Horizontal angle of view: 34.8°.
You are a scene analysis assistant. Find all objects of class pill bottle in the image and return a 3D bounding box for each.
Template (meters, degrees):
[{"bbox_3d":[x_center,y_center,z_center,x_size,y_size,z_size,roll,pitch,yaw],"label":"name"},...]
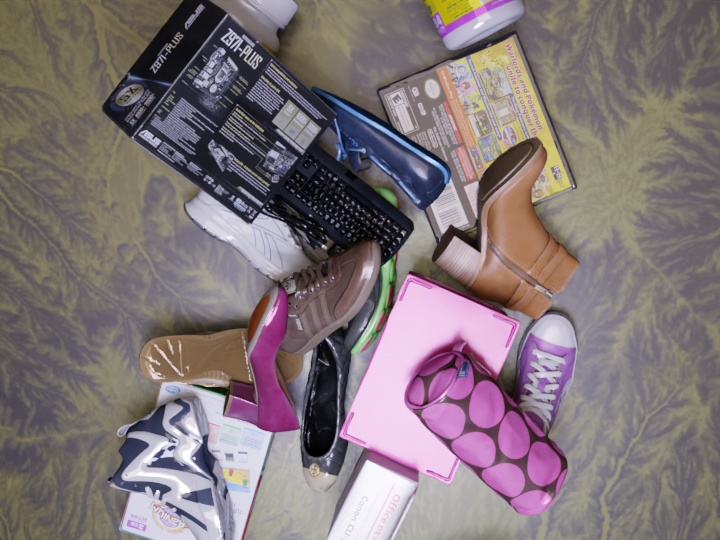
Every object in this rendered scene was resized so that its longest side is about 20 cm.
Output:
[{"bbox_3d":[0.104,-0.364,1.317,0.104,0.104,0.201,-25,92,5],"label":"pill bottle"},{"bbox_3d":[-0.166,-0.253,1.335,0.114,0.114,0.201,36,95,0],"label":"pill bottle"}]

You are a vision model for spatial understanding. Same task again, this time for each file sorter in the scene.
[{"bbox_3d":[0.080,0.117,1.346,0.138,0.125,0.201,23,96,1],"label":"file sorter"}]

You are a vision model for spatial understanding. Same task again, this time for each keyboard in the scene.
[{"bbox_3d":[-0.042,-0.075,1.328,0.200,0.040,0.104,38,87,11],"label":"keyboard"}]

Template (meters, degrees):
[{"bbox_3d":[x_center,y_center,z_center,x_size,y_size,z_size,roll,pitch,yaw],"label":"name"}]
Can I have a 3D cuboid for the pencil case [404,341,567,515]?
[{"bbox_3d":[0.143,0.173,1.248,0.200,0.090,0.094,47,61,-22],"label":"pencil case"}]

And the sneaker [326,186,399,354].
[{"bbox_3d":[0.000,0.000,1.373,0.083,0.077,0.202,6,85,8],"label":"sneaker"}]

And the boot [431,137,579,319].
[{"bbox_3d":[0.196,-0.045,1.337,0.154,0.074,0.200,29,119,-14],"label":"boot"}]

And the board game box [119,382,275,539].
[{"bbox_3d":[-0.196,0.243,1.413,0.152,0.040,0.202,18,95,2],"label":"board game box"}]

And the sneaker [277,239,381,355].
[{"bbox_3d":[-0.053,0.030,1.304,0.075,0.071,0.200,21,132,-25],"label":"sneaker"}]

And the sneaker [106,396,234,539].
[{"bbox_3d":[-0.230,0.260,1.357,0.129,0.079,0.201,-15,93,5],"label":"sneaker"}]

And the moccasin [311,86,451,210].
[{"bbox_3d":[0.009,-0.142,1.338,0.199,0.080,0.068,36,105,16],"label":"moccasin"}]

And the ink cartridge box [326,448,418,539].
[{"bbox_3d":[0.015,0.266,1.324,0.067,0.200,0.117,25,95,0],"label":"ink cartridge box"}]

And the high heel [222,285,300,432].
[{"bbox_3d":[-0.089,0.106,1.315,0.095,0.068,0.201,14,119,-13],"label":"high heel"}]

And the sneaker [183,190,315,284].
[{"bbox_3d":[-0.114,-0.046,1.372,0.199,0.075,0.087,37,90,-1],"label":"sneaker"}]

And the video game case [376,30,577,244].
[{"bbox_3d":[0.138,-0.157,1.372,0.180,0.026,0.201,-22,92,5],"label":"video game case"}]

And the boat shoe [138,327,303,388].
[{"bbox_3d":[-0.170,0.104,1.388,0.198,0.069,0.074,5,87,-19],"label":"boat shoe"}]

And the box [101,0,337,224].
[{"bbox_3d":[-0.151,-0.174,1.256,0.164,0.200,0.086,-52,46,2],"label":"box"}]

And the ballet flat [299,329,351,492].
[{"bbox_3d":[-0.049,0.168,1.385,0.066,0.057,0.202,5,92,28],"label":"ballet flat"}]

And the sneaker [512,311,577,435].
[{"bbox_3d":[0.212,0.150,1.349,0.072,0.114,0.202,15,94,3],"label":"sneaker"}]
